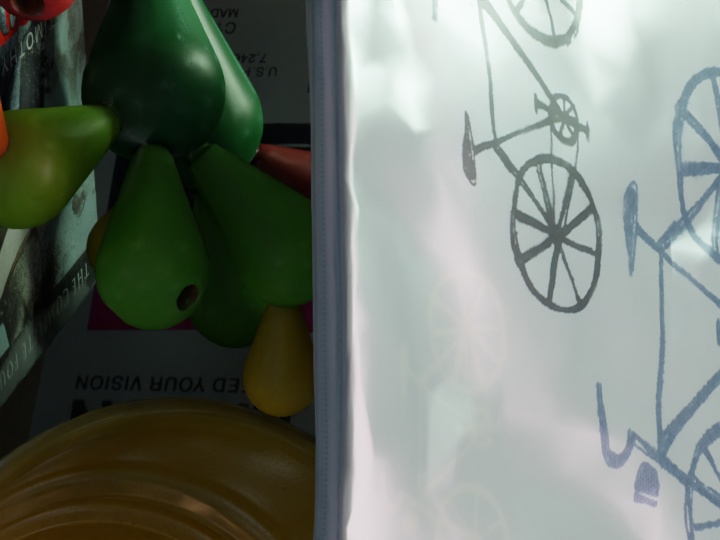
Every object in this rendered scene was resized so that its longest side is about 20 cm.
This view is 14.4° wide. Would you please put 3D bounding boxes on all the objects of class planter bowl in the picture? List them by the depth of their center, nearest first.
[{"bbox_3d":[-0.067,0.133,0.699,0.199,0.083,0.202,4,84,-42],"label":"planter bowl"}]

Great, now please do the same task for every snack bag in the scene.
[{"bbox_3d":[0.049,0.002,0.671,0.199,0.021,0.190,11,74,-48],"label":"snack bag"}]

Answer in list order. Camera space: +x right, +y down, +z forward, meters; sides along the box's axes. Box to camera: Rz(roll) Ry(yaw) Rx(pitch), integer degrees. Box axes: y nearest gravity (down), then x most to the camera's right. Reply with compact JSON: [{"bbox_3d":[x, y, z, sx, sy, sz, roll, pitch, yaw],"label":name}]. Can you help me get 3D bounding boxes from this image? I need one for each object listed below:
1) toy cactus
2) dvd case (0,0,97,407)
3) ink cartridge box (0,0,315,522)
[{"bbox_3d":[-0.042,-0.065,0.672,0.200,0.102,0.166,53,28,-54],"label":"toy cactus"},{"bbox_3d":[-0.095,-0.065,0.661,0.146,0.022,0.201,-61,153,-66],"label":"dvd case"},{"bbox_3d":[0.000,0.000,0.789,0.075,0.199,0.166,58,35,-61],"label":"ink cartridge box"}]
